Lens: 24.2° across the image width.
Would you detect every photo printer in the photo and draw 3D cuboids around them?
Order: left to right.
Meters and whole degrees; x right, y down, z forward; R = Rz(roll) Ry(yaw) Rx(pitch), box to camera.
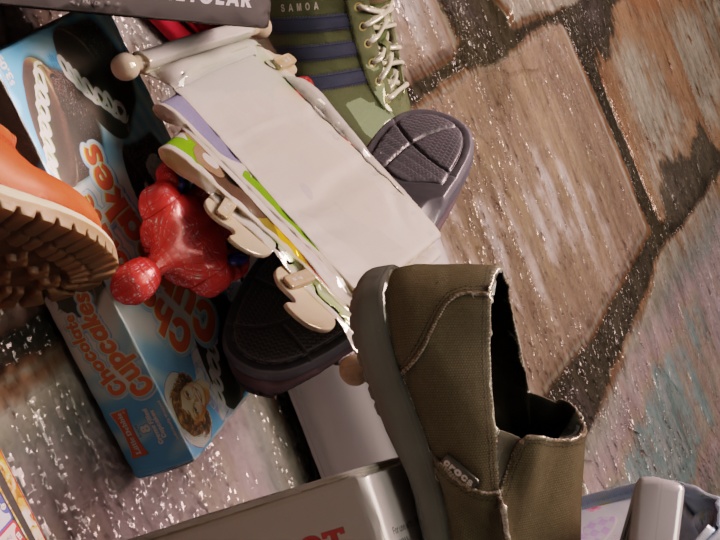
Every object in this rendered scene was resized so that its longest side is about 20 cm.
[{"bbox_3d":[0.014,0.050,0.964,0.166,0.069,0.202,-25,94,-66],"label":"photo printer"}]

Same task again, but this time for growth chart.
[{"bbox_3d":[-0.030,-0.041,0.778,0.200,0.018,0.144,51,34,13],"label":"growth chart"}]

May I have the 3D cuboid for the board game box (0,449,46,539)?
[{"bbox_3d":[-0.171,0.100,0.563,0.201,0.046,0.152,66,24,-10],"label":"board game box"}]

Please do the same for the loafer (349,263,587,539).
[{"bbox_3d":[0.060,0.087,0.681,0.201,0.069,0.075,67,21,-8],"label":"loafer"}]

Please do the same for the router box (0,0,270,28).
[{"bbox_3d":[-0.123,-0.191,0.730,0.199,0.052,0.159,-3,101,-44],"label":"router box"}]

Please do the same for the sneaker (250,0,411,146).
[{"bbox_3d":[-0.010,-0.135,0.928,0.200,0.090,0.067,48,22,-7],"label":"sneaker"}]

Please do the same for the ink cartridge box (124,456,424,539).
[{"bbox_3d":[-0.016,0.191,0.702,0.084,0.143,0.202,-6,78,-67],"label":"ink cartridge box"}]

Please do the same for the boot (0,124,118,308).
[{"bbox_3d":[-0.169,-0.055,0.659,0.200,0.075,0.108,34,37,-51],"label":"boot"}]

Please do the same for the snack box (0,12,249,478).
[{"bbox_3d":[-0.113,-0.018,0.786,0.201,0.037,0.116,65,25,-13],"label":"snack box"}]

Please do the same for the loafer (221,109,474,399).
[{"bbox_3d":[0.000,0.000,0.849,0.200,0.071,0.063,-52,157,-36],"label":"loafer"}]

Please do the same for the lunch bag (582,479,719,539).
[{"bbox_3d":[0.156,0.222,0.976,0.170,0.199,0.128,56,28,-30],"label":"lunch bag"}]

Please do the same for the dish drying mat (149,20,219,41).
[{"bbox_3d":[-0.078,-0.137,0.974,0.200,0.018,0.077,43,35,-45],"label":"dish drying mat"}]

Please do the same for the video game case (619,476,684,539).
[{"bbox_3d":[0.111,0.204,0.722,0.200,0.023,0.184,80,20,-67],"label":"video game case"}]

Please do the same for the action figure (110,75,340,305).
[{"bbox_3d":[-0.065,-0.032,0.796,0.066,0.051,0.200,59,29,-11],"label":"action figure"}]
